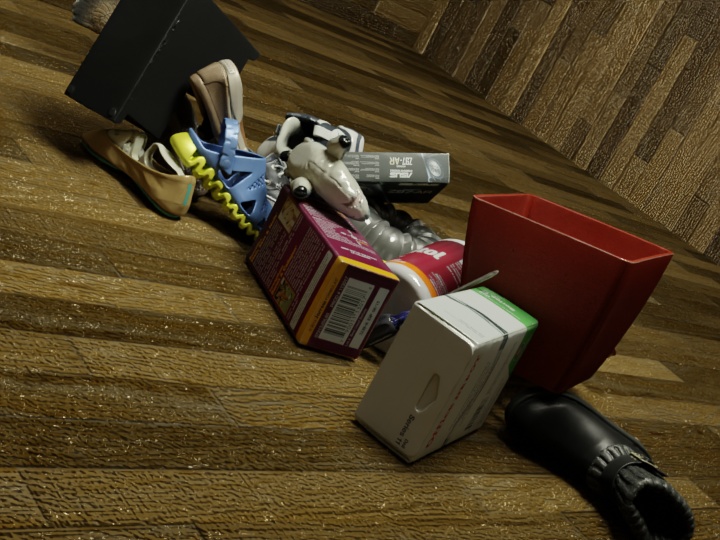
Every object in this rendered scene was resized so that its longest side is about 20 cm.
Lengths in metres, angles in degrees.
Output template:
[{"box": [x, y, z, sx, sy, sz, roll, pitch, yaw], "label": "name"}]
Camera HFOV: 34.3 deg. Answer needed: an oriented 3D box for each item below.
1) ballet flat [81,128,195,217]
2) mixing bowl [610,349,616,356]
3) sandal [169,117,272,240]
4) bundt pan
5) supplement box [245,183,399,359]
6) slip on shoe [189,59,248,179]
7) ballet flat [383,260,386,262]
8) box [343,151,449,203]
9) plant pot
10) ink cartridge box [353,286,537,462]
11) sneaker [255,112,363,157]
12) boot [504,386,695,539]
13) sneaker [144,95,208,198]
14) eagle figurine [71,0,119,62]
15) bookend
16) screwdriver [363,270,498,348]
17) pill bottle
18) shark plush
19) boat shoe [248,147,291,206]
[{"box": [-0.276, -0.142, 1.480, 0.199, 0.064, 0.068, 38, 18, 26], "label": "ballet flat"}, {"box": [0.231, 0.075, 1.546, 0.200, 0.108, 0.200, 47, -2, 2], "label": "mixing bowl"}, {"box": [-0.152, -0.116, 1.495, 0.200, 0.087, 0.080, 50, 1, -28], "label": "sandal"}, {"box": [0.044, -0.041, 1.688, 0.200, 0.076, 0.202, 27, 17, -9], "label": "bundt pan"}, {"box": [-0.049, -0.002, 1.363, 0.085, 0.111, 0.200, 19, 20, -33], "label": "supplement box"}, {"box": [-0.186, -0.181, 1.537, 0.060, 0.202, 0.076, -21, 50, -21], "label": "slip on shoe"}, {"box": [0.000, 0.000, 1.543, 0.199, 0.067, 0.067, 33, -4, 2], "label": "ballet flat"}, {"box": [0.019, -0.135, 1.702, 0.197, 0.044, 0.160, 0, -7, -9], "label": "box"}, {"box": [0.223, 0.028, 1.368, 0.198, 0.179, 0.199, 25, 16, 25], "label": "plant pot"}, {"box": [0.094, 0.104, 1.230, 0.083, 0.148, 0.199, 34, 17, 20], "label": "ink cartridge box"}, {"box": [-0.107, -0.192, 1.744, 0.197, 0.081, 0.129, 8, -9, 38], "label": "sneaker"}, {"box": [0.266, 0.218, 1.295, 0.209, 0.080, 0.158, 25, 17, -14], "label": "boot"}, {"box": [-0.255, -0.163, 1.590, 0.070, 0.075, 0.202, 27, 35, -43], "label": "sneaker"}, {"box": [-0.378, -0.356, 1.838, 0.151, 0.152, 0.200, 37, 5, -6], "label": "eagle figurine"}, {"box": [-0.251, -0.259, 1.519, 0.091, 0.200, 0.200, 28, -4, 24], "label": "bookend"}, {"box": [0.073, 0.045, 1.321, 0.029, 0.198, 0.028, 53, 26, -30], "label": "screwdriver"}, {"box": [0.092, 0.026, 1.437, 0.113, 0.114, 0.199, 36, 32, 24], "label": "pill bottle"}, {"box": [-0.057, -0.109, 1.426, 0.083, 0.091, 0.199, 43, -15, -30], "label": "shark plush"}, {"box": [-0.135, -0.135, 1.678, 0.199, 0.068, 0.072, 32, 17, 7], "label": "boat shoe"}]
